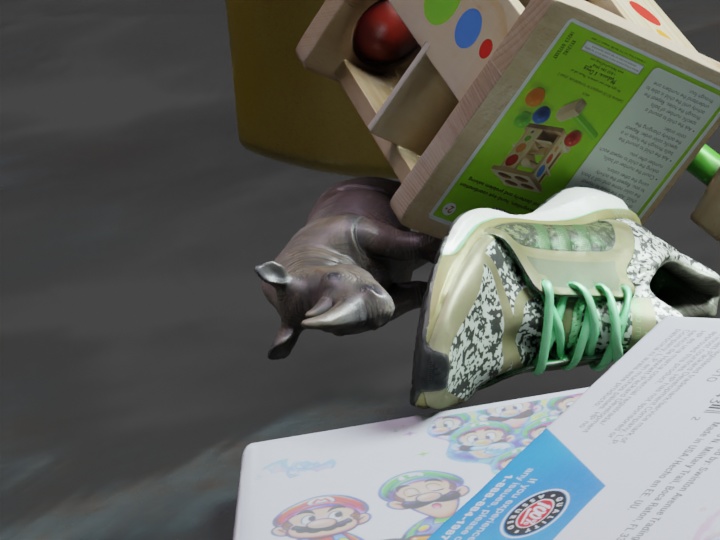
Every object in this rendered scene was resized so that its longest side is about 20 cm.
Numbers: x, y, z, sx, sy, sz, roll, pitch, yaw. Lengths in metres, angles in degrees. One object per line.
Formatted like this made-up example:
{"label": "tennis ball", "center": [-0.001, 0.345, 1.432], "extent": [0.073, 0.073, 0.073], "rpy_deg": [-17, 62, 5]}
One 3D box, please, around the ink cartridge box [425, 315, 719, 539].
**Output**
{"label": "ink cartridge box", "center": [0.134, 0.085, 0.611], "extent": [0.199, 0.085, 0.144], "rpy_deg": [1, 30, 47]}

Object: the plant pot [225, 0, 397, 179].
{"label": "plant pot", "center": [0.045, -0.160, 1.378], "extent": [0.199, 0.201, 0.176], "rpy_deg": [-18, 29, -24]}

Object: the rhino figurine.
{"label": "rhino figurine", "center": [0.000, 0.000, 1.071], "extent": [0.087, 0.060, 0.200], "rpy_deg": [1, 16, 14]}

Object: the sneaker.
{"label": "sneaker", "center": [0.091, 0.014, 0.954], "extent": [0.088, 0.077, 0.200], "rpy_deg": [17, 24, 28]}

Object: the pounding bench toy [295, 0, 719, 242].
{"label": "pounding bench toy", "center": [0.096, -0.090, 1.099], "extent": [0.199, 0.124, 0.156], "rpy_deg": [18, 28, -37]}

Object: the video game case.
{"label": "video game case", "center": [0.052, 0.086, 0.819], "extent": [0.199, 0.024, 0.182], "rpy_deg": [-10, 16, 2]}
